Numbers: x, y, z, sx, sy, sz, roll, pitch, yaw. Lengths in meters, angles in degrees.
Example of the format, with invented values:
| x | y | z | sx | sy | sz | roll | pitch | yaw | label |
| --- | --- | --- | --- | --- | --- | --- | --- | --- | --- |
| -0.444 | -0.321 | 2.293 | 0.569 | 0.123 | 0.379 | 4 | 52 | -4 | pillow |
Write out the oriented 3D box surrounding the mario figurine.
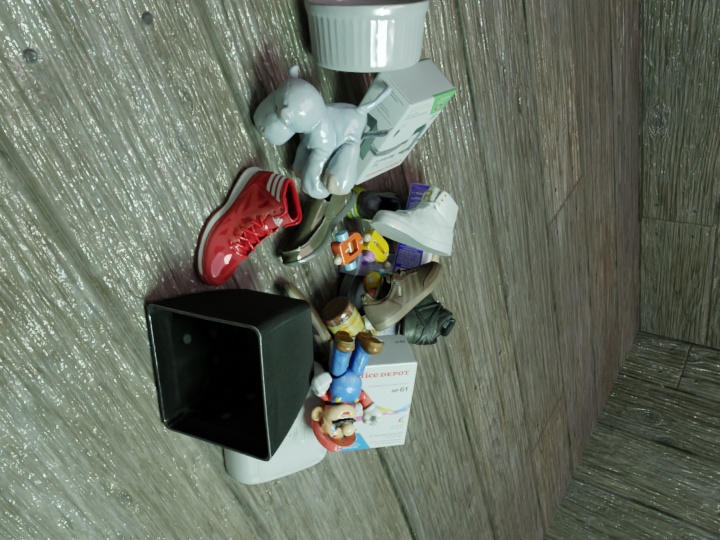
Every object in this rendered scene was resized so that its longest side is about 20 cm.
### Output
| x | y | z | sx | sy | sz | roll | pitch | yaw | label |
| --- | --- | --- | --- | --- | --- | --- | --- | --- | --- |
| -0.018 | 0.206 | 0.988 | 0.106 | 0.122 | 0.203 | -58 | 162 | -73 | mario figurine |

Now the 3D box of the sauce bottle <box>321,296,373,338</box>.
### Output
| x | y | z | sx | sy | sz | roll | pitch | yaw | label |
| --- | --- | --- | --- | --- | --- | --- | --- | --- | --- |
| -0.001 | 0.137 | 1.156 | 0.066 | 0.065 | 0.201 | -54 | 128 | -27 | sauce bottle |

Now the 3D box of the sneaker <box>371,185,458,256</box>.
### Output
| x | y | z | sx | sy | sz | roll | pitch | yaw | label |
| --- | --- | --- | --- | --- | --- | --- | --- | --- | --- |
| 0.104 | -0.107 | 1.132 | 0.199 | 0.073 | 0.117 | 18 | 83 | -43 | sneaker |

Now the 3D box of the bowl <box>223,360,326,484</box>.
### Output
| x | y | z | sx | sy | sz | roll | pitch | yaw | label |
| --- | --- | --- | --- | --- | --- | --- | --- | --- | --- |
| -0.132 | 0.269 | 1.058 | 0.198 | 0.074 | 0.203 | -7 | 107 | -35 | bowl |

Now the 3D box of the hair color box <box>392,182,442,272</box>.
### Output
| x | y | z | sx | sy | sz | roll | pitch | yaw | label |
| --- | --- | --- | --- | --- | --- | --- | --- | --- | --- |
| 0.126 | -0.065 | 1.253 | 0.109 | 0.064 | 0.203 | 13 | 91 | -65 | hair color box |

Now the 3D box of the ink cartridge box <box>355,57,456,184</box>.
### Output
| x | y | z | sx | sy | sz | roll | pitch | yaw | label |
| --- | --- | --- | --- | --- | --- | --- | --- | --- | --- |
| 0.055 | -0.261 | 1.082 | 0.145 | 0.084 | 0.200 | -31 | 167 | -43 | ink cartridge box |

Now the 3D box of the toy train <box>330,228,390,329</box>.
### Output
| x | y | z | sx | sy | sz | roll | pitch | yaw | label |
| --- | --- | --- | --- | --- | --- | --- | --- | --- | --- |
| 0.000 | 0.000 | 1.127 | 0.150 | 0.055 | 0.202 | -45 | 127 | -40 | toy train |

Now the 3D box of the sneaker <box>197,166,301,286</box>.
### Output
| x | y | z | sx | sy | sz | roll | pitch | yaw | label |
| --- | --- | --- | --- | --- | --- | --- | --- | --- | --- |
| -0.162 | -0.063 | 0.919 | 0.078 | 0.114 | 0.202 | 35 | 72 | -51 | sneaker |

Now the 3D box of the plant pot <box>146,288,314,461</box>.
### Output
| x | y | z | sx | sy | sz | roll | pitch | yaw | label |
| --- | --- | --- | --- | --- | --- | --- | --- | --- | --- |
| -0.171 | 0.129 | 0.917 | 0.177 | 0.197 | 0.203 | -31 | 125 | -57 | plant pot |

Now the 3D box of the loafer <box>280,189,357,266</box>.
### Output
| x | y | z | sx | sy | sz | roll | pitch | yaw | label |
| --- | --- | --- | --- | --- | --- | --- | --- | --- | --- |
| -0.082 | -0.090 | 1.067 | 0.070 | 0.075 | 0.201 | 55 | 52 | -31 | loafer |

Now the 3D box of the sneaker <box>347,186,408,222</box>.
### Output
| x | y | z | sx | sy | sz | roll | pitch | yaw | label |
| --- | --- | --- | --- | --- | --- | --- | --- | --- | --- |
| 0.054 | -0.120 | 1.219 | 0.199 | 0.080 | 0.075 | -3 | 104 | -53 | sneaker |

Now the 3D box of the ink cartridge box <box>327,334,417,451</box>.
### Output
| x | y | z | sx | sy | sz | roll | pitch | yaw | label |
| --- | --- | --- | --- | --- | --- | --- | --- | --- | --- |
| 0.015 | 0.224 | 1.123 | 0.142 | 0.085 | 0.203 | -3 | 120 | -14 | ink cartridge box |

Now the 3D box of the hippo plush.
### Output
| x | y | z | sx | sy | sz | roll | pitch | yaw | label |
| --- | --- | --- | --- | --- | --- | --- | --- | --- | --- |
| -0.075 | -0.211 | 0.947 | 0.160 | 0.198 | 0.162 | 20 | 63 | -45 | hippo plush |

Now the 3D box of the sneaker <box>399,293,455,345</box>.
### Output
| x | y | z | sx | sy | sz | roll | pitch | yaw | label |
| --- | --- | --- | --- | --- | --- | --- | --- | --- | --- |
| 0.146 | 0.078 | 1.338 | 0.077 | 0.112 | 0.201 | 106 | -7 | -47 | sneaker |

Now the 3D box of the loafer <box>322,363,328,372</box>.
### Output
| x | y | z | sx | sy | sz | roll | pitch | yaw | label |
| --- | --- | --- | --- | --- | --- | --- | --- | --- | --- |
| -0.055 | 0.201 | 1.185 | 0.200 | 0.062 | 0.073 | -39 | 130 | -38 | loafer |

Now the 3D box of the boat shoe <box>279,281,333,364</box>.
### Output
| x | y | z | sx | sy | sz | roll | pitch | yaw | label |
| --- | --- | --- | --- | --- | --- | --- | --- | --- | --- |
| -0.097 | 0.105 | 1.099 | 0.064 | 0.072 | 0.201 | -32 | 132 | -2 | boat shoe |

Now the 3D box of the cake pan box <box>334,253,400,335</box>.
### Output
| x | y | z | sx | sy | sz | roll | pitch | yaw | label |
| --- | --- | --- | --- | --- | --- | --- | --- | --- | --- |
| 0.020 | 0.050 | 1.253 | 0.199 | 0.052 | 0.187 | 9 | 91 | -53 | cake pan box |

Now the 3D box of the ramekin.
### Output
| x | y | z | sx | sy | sz | roll | pitch | yaw | label |
| --- | --- | --- | --- | --- | --- | --- | --- | --- | --- |
| 0.010 | -0.386 | 0.990 | 0.200 | 0.199 | 0.099 | -32 | 131 | -44 | ramekin |

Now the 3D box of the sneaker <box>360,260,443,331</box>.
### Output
| x | y | z | sx | sy | sz | roll | pitch | yaw | label |
| --- | --- | --- | --- | --- | --- | --- | --- | --- | --- |
| 0.079 | 0.025 | 1.123 | 0.200 | 0.070 | 0.076 | -42 | 104 | -36 | sneaker |
